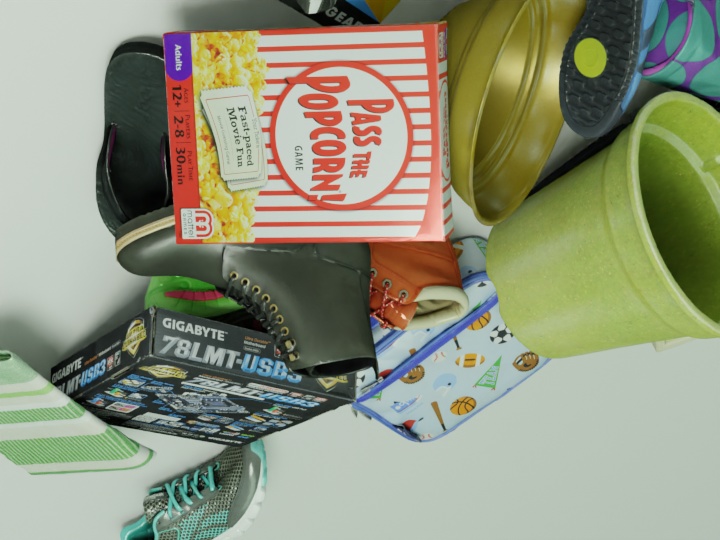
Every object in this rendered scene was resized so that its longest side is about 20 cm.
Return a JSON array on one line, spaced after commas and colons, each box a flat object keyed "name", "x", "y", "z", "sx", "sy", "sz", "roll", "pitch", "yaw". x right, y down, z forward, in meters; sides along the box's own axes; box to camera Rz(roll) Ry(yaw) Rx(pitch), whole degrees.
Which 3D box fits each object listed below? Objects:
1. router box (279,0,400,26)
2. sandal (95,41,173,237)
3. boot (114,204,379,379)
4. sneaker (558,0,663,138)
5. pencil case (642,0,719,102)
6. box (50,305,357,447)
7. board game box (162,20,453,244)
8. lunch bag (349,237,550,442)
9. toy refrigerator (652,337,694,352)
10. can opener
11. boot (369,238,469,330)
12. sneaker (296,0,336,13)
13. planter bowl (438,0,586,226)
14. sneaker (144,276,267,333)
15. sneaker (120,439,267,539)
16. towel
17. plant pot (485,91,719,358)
[{"name": "router box", "x": -0.032, "y": -0.259, "z": 1.092, "sx": 0.199, "sy": 0.051, "sz": 0.149, "roll": 24, "pitch": 121, "yaw": -36}, {"name": "sandal", "x": -0.169, "y": -0.079, "z": 1.213, "sx": 0.075, "sy": 0.048, "sz": 0.202, "roll": 4, "pitch": 132, "yaw": 2}, {"name": "boot", "x": -0.082, "y": 0.021, "z": 1.208, "sx": 0.198, "sy": 0.140, "sz": 0.078, "roll": -6, "pitch": 158, "yaw": -7}, {"name": "sneaker", "x": 0.206, "y": -0.198, "z": 1.210, "sx": 0.078, "sy": 0.066, "sz": 0.202, "roll": -16, "pitch": 123, "yaw": -49}, {"name": "pencil case", "x": 0.303, "y": -0.178, "z": 1.285, "sx": 0.199, "sy": 0.093, "sz": 0.085, "roll": 12, "pitch": 163, "yaw": -33}, {"name": "box", "x": -0.136, "y": 0.096, "z": 1.357, "sx": 0.199, "sy": 0.050, "sz": 0.198, "roll": 14, "pitch": 154, "yaw": -31}, {"name": "board game box", "x": -0.036, "y": -0.098, "z": 1.135, "sx": 0.198, "sy": 0.046, "sz": 0.153, "roll": -1, "pitch": 101, "yaw": 12}, {"name": "lunch bag", "x": 0.071, "y": 0.068, "z": 1.455, "sx": 0.200, "sy": 0.076, "sz": 0.160, "roll": -38, "pitch": 133, "yaw": 16}, {"name": "toy refrigerator", "x": 0.289, "y": -0.017, "z": 1.455, "sx": 0.075, "sy": 0.070, "sz": 0.201, "roll": -18, "pitch": 137, "yaw": -3}, {"name": "can opener", "x": 0.224, "y": -0.097, "z": 1.361, "sx": 0.199, "sy": 0.064, "sz": 0.078, "roll": -28, "pitch": 165, "yaw": 22}, {"name": "boot", "x": 0.000, "y": 0.000, "z": 1.314, "sx": 0.198, "sy": 0.108, "sz": 0.075, "roll": -1, "pitch": 144, "yaw": -29}, {"name": "sneaker", "x": -0.003, "y": -0.254, "z": 1.020, "sx": 0.086, "sy": 0.081, "sz": 0.201, "roll": -12, "pitch": 140, "yaw": -25}, {"name": "planter bowl", "x": 0.094, "y": -0.142, "z": 1.211, "sx": 0.201, "sy": 0.083, "sz": 0.202, "roll": -48, "pitch": 151, "yaw": -39}, {"name": "sneaker", "x": -0.091, "y": 0.026, "z": 1.360, "sx": 0.198, "sy": 0.077, "sz": 0.084, "roll": 6, "pitch": 150, "yaw": -24}, {"name": "sneaker", "x": -0.161, "y": 0.228, "z": 1.526, "sx": 0.091, "sy": 0.078, "sz": 0.200, "roll": 19, "pitch": 123, "yaw": -31}, {"name": "towel", "x": -0.285, "y": 0.123, "z": 1.356, "sx": 0.151, "sy": 0.024, "sz": 0.200, "roll": -6, "pitch": 146, "yaw": 32}, {"name": "plant pot", "x": 0.207, "y": -0.015, "z": 1.272, "sx": 0.200, "sy": 0.202, "sz": 0.183, "roll": 24, "pitch": 146, "yaw": -38}]
